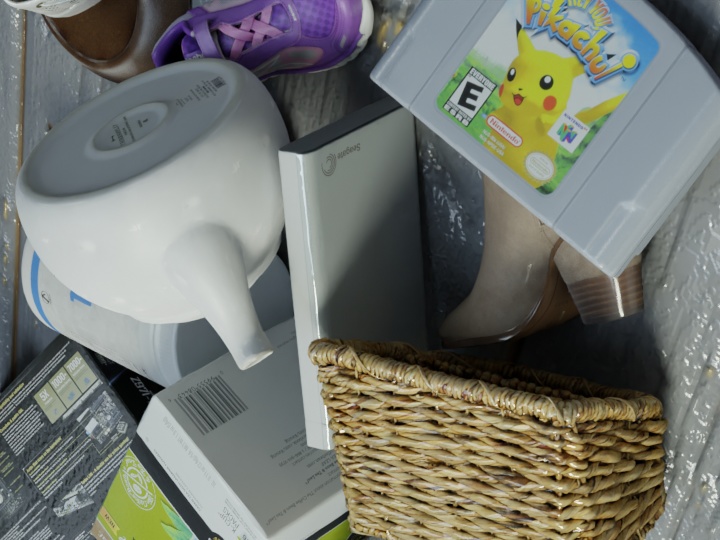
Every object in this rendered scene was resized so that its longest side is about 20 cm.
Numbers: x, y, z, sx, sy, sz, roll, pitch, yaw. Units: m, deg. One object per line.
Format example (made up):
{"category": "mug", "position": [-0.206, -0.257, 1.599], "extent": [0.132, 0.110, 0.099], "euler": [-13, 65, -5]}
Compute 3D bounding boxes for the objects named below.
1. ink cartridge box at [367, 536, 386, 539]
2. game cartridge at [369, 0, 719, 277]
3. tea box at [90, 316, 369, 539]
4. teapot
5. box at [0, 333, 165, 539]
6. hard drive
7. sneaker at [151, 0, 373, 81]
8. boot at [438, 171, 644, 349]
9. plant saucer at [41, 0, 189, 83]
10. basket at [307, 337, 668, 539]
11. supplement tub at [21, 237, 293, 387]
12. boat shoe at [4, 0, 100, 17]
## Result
{"category": "ink cartridge box", "position": [0.067, 0.282, 1.127], "extent": [0.147, 0.144, 0.202], "euler": [39, 135, 27]}
{"category": "game cartridge", "position": [0.111, -0.108, 0.897], "extent": [0.200, 0.040, 0.134], "euler": [41, 98, 25]}
{"category": "tea box", "position": [-0.066, 0.150, 1.158], "extent": [0.134, 0.199, 0.198], "euler": [47, 138, 17]}
{"category": "teapot", "position": [-0.122, -0.036, 1.039], "extent": [0.195, 0.201, 0.147], "euler": [-4, 127, 31]}
{"category": "box", "position": [-0.255, 0.171, 1.401], "extent": [0.200, 0.086, 0.164], "euler": [-44, 76, 18]}
{"category": "hard drive", "position": [0.000, 0.000, 1.046], "extent": [0.026, 0.132, 0.203], "euler": [8, 114, 32]}
{"category": "sneaker", "position": [-0.074, -0.161, 1.083], "extent": [0.199, 0.088, 0.081], "euler": [-12, 100, 49]}
{"category": "boot", "position": [0.101, -0.034, 0.987], "extent": [0.199, 0.070, 0.148], "euler": [-16, 92, 49]}
{"category": "plant saucer", "position": [-0.209, -0.238, 1.235], "extent": [0.199, 0.032, 0.203], "euler": [25, 127, 38]}
{"category": "basket", "position": [0.089, 0.091, 0.994], "extent": [0.198, 0.142, 0.151], "euler": [11, 125, 37]}
{"category": "supplement tub", "position": [-0.163, 0.014, 1.245], "extent": [0.199, 0.131, 0.134], "euler": [20, 125, 40]}
{"category": "boat shoe", "position": [-0.179, -0.238, 1.132], "extent": [0.199, 0.069, 0.071], "euler": [-30, 90, 29]}
